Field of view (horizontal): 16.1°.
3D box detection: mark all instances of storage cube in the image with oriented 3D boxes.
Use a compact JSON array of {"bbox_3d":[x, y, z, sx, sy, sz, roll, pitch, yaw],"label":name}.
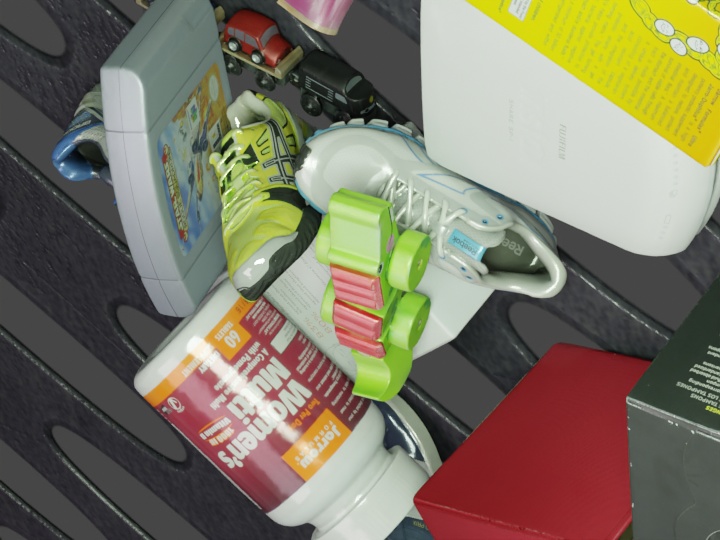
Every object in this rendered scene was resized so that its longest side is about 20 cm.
[{"bbox_3d":[0.174,0.177,1.721,0.179,0.200,0.171,11,137,47],"label":"storage cube"}]

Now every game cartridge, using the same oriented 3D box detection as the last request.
[{"bbox_3d":[-0.123,-0.076,1.724,0.041,0.133,0.201,2,126,18],"label":"game cartridge"}]

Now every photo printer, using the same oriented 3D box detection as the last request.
[{"bbox_3d":[0.133,-0.102,1.558,0.199,0.069,0.167,26,144,23],"label":"photo printer"}]

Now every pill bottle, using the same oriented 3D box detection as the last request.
[{"bbox_3d":[-0.053,0.107,1.773,0.200,0.110,0.110,44,147,-5],"label":"pill bottle"}]

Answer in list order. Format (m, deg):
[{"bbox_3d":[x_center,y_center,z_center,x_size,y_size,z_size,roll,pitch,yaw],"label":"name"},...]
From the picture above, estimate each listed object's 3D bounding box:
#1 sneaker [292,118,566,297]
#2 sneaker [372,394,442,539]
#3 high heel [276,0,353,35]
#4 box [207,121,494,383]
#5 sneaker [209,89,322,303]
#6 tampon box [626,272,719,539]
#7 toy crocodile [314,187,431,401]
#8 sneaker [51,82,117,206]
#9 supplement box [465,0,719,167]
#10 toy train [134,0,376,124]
[{"bbox_3d":[0.052,-0.036,1.642,0.199,0.075,0.087,21,-166,-20],"label":"sneaker"},{"bbox_3d":[0.022,0.179,1.949,0.201,0.084,0.075,60,146,3],"label":"sneaker"},{"bbox_3d":[-0.064,-0.242,1.635,0.200,0.067,0.096,41,113,30],"label":"high heel"},{"bbox_3d":[0.000,0.000,1.785,0.124,0.098,0.200,48,146,-9],"label":"box"},{"bbox_3d":[-0.071,-0.049,1.693,0.076,0.200,0.075,39,114,-17],"label":"sneaker"},{"bbox_3d":[0.262,0.083,1.516,0.126,0.200,0.150,22,142,28],"label":"tampon box"},{"bbox_3d":[0.005,0.014,1.634,0.067,0.062,0.200,19,152,14],"label":"toy crocodile"},{"bbox_3d":[-0.143,-0.074,1.860,0.199,0.085,0.077,13,137,36],"label":"sneaker"},{"bbox_3d":[0.156,-0.174,1.419,0.200,0.109,0.110,35,146,10],"label":"supplement box"},{"bbox_3d":[-0.074,-0.154,1.745,0.199,0.034,0.046,28,142,20],"label":"toy train"}]
